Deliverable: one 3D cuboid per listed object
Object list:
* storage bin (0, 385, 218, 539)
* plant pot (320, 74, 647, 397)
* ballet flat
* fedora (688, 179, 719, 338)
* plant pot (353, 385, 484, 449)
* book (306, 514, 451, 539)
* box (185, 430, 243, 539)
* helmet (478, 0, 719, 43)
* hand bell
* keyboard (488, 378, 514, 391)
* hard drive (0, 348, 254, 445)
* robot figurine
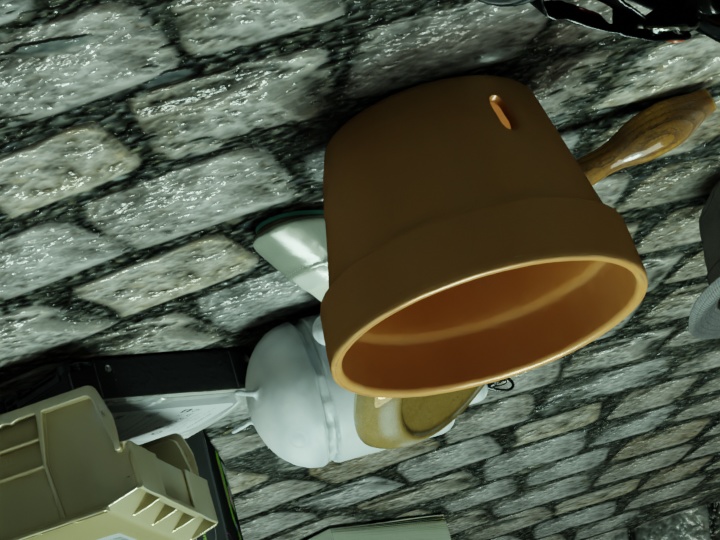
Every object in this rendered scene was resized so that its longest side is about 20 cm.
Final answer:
[{"bbox_3d":[-0.232,0.171,1.903,0.197,0.094,0.200,-19,162,9],"label":"storage bin"},{"bbox_3d":[0.060,-0.025,1.554,0.199,0.141,0.200,-14,158,-6],"label":"plant pot"},{"bbox_3d":[0.000,0.000,1.749,0.067,0.064,0.200,-25,163,27],"label":"ballet flat"},{"bbox_3d":[0.319,-0.035,1.931,0.176,0.091,0.200,-7,156,-39],"label":"fedora"},{"bbox_3d":[0.066,0.045,1.823,0.200,0.027,0.201,-43,152,-30],"label":"plant pot"},{"bbox_3d":[-0.008,0.330,2.966,0.133,0.048,0.199,-27,162,39],"label":"book"},{"bbox_3d":[-0.169,0.230,2.217,0.124,0.149,0.200,-16,165,0],"label":"box"},{"bbox_3d":[0.107,-0.189,0.949,0.199,0.192,0.200,16,-166,-4],"label":"helmet"},{"bbox_3d":[0.146,-0.065,1.692,0.199,0.104,0.104,-31,165,-1],"label":"hand bell"},{"bbox_3d":[0.066,0.067,2.127,0.199,0.040,0.105,-13,134,-12],"label":"keyboard"},{"bbox_3d":[-0.183,0.105,1.973,0.199,0.038,0.139,-1,158,-44],"label":"hard drive"},{"bbox_3d":[-0.002,0.084,1.949,0.199,0.113,0.170,-14,141,-13],"label":"robot figurine"}]
